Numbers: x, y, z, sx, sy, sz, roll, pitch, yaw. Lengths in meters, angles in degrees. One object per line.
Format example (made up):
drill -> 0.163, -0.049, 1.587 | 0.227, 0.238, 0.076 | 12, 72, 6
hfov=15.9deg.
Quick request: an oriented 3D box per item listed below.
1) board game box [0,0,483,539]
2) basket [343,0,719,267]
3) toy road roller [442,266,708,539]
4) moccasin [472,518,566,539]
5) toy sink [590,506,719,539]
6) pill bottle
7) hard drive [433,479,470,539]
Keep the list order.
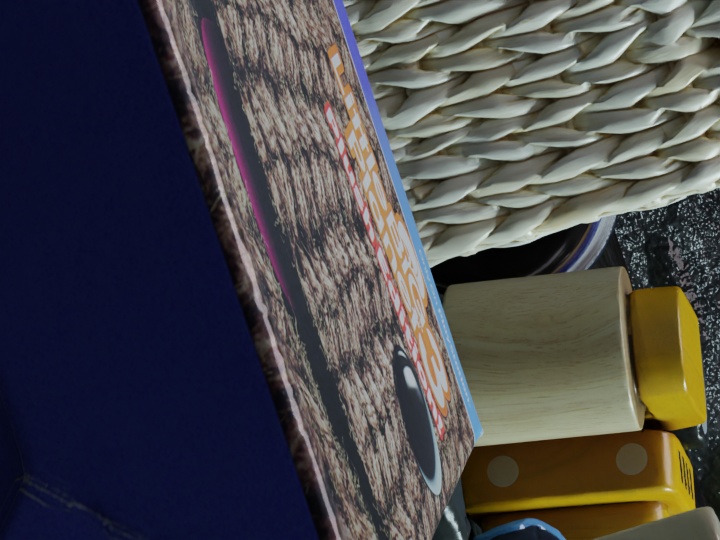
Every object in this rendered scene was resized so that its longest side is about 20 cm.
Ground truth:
board game box -> -0.052, -0.008, 0.511 | 0.200, 0.096, 0.160 | -47, 119, -79
basket -> 0.021, -0.114, 0.837 | 0.198, 0.199, 0.161 | -91, 163, -62
toy road roller -> 0.095, 0.090, 1.146 | 0.200, 0.122, 0.147 | 48, 37, -70
moccasin -> 0.096, 0.204, 1.111 | 0.200, 0.080, 0.068 | 55, 18, -16
toy sink -> 0.089, 0.202, 0.855 | 0.112, 0.130, 0.201 | 56, 18, -61
pill bottle -> 0.066, -0.040, 1.231 | 0.200, 0.111, 0.112 | 9, 63, -80
hard drive -> 0.000, 0.000, 1.006 | 0.200, 0.033, 0.140 | -97, 166, -51
